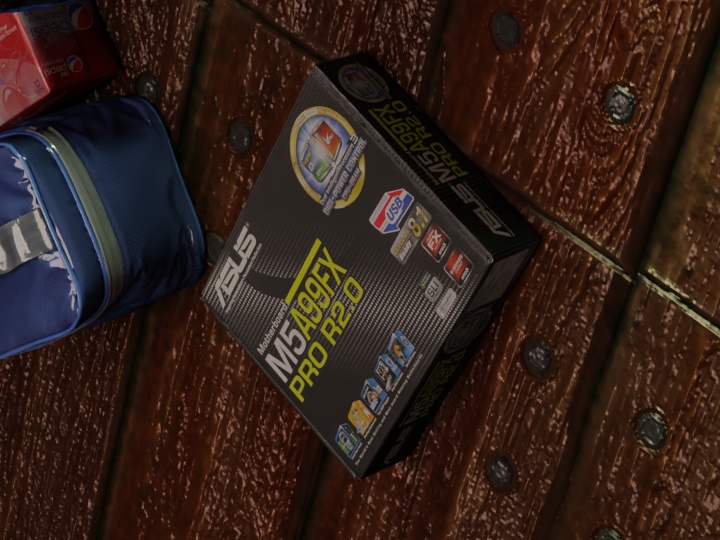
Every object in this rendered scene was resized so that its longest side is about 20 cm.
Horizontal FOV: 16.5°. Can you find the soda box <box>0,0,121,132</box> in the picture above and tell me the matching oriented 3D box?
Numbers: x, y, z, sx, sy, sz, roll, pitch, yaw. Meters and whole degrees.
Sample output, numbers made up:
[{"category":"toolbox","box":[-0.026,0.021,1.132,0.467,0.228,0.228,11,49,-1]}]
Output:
[{"category":"soda box","box":[-0.244,-0.119,1.631,0.200,0.063,0.070,-27,86,48]}]

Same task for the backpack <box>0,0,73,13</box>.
[{"category":"backpack","box":[-0.212,-0.259,1.481,0.168,0.162,0.201,-145,46,-69]}]

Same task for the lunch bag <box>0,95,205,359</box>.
[{"category":"lunch bag","box":[-0.215,-0.020,1.589,0.200,0.132,0.136,-22,90,47]}]

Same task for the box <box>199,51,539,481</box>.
[{"category":"box","box":[0.000,0.000,1.443,0.160,0.044,0.200,48,133,20]}]
